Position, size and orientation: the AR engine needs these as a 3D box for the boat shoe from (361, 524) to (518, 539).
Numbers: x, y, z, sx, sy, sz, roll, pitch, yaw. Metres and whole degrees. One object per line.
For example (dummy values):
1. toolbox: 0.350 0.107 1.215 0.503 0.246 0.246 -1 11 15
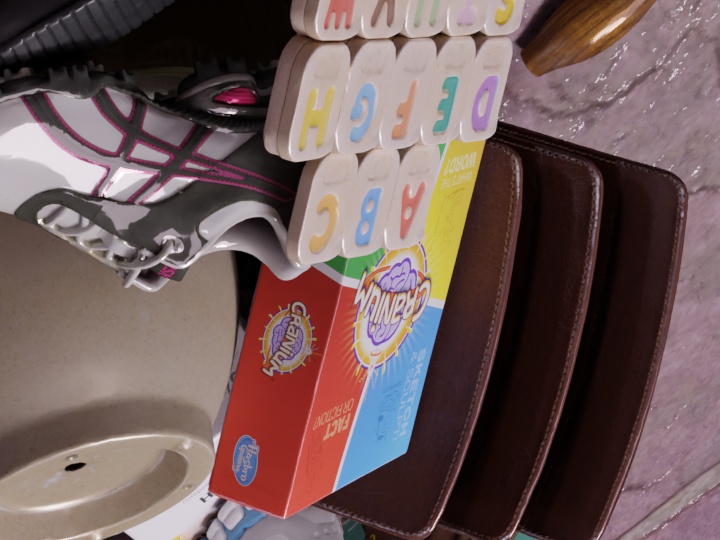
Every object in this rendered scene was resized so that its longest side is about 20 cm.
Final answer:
1. boat shoe: 0.032 0.151 1.595 0.200 0.067 0.072 -56 158 -29

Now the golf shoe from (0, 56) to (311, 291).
1. golf shoe: -0.102 -0.037 1.216 0.200 0.088 0.077 -5 167 -29

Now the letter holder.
1. letter holder: 0.068 0.034 1.485 0.101 0.142 0.201 -5 110 -64

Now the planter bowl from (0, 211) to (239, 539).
1. planter bowl: -0.138 0.042 1.317 0.200 0.135 0.200 -17 158 -7

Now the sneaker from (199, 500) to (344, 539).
1. sneaker: -0.063 0.194 1.579 0.075 0.087 0.200 -8 144 -40

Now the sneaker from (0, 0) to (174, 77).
1. sneaker: -0.087 -0.160 1.202 0.200 0.089 0.074 -40 174 -7

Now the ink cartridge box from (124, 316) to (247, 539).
1. ink cartridge box: -0.081 0.090 1.564 0.115 0.068 0.200 -38 151 2

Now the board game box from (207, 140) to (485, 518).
1. board game box: 0.000 0.000 1.370 0.153 0.040 0.201 -22 128 -66

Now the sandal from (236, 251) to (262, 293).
1. sandal: -0.017 -0.084 1.407 0.200 0.045 0.075 -57 164 3

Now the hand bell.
1. hand bell: 0.163 -0.160 1.500 0.200 0.104 0.104 -33 153 18

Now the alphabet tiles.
1. alphabet tiles: 0.021 -0.099 1.254 0.200 0.015 0.196 -10 117 -63

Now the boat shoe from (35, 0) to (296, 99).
1. boat shoe: -0.091 -0.100 1.302 0.200 0.074 0.066 0 159 -40

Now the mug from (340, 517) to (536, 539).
1. mug: 0.067 0.132 1.723 0.185 0.114 0.152 -55 -176 -21
